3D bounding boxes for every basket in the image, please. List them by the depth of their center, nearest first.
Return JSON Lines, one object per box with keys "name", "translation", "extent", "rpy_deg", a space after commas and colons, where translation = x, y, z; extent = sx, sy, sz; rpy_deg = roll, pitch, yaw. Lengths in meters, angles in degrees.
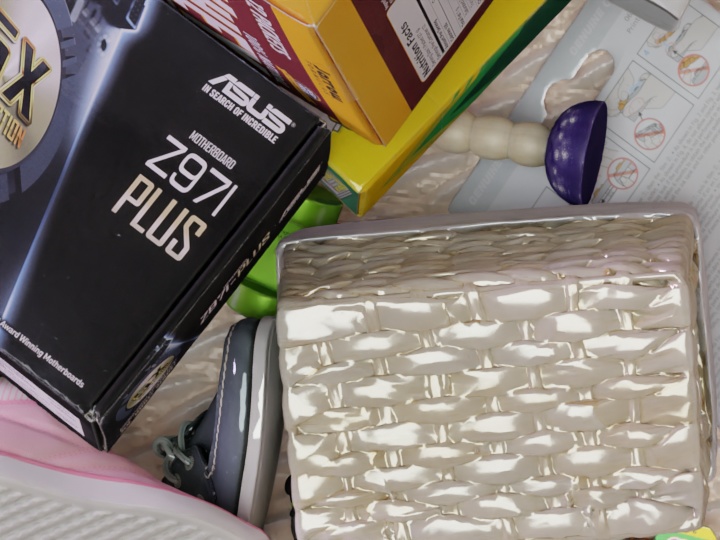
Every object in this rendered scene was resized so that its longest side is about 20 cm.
{"name": "basket", "translation": [0.061, 0.050, 1.347], "extent": [0.199, 0.123, 0.136], "rpy_deg": [-5, 101, 5]}

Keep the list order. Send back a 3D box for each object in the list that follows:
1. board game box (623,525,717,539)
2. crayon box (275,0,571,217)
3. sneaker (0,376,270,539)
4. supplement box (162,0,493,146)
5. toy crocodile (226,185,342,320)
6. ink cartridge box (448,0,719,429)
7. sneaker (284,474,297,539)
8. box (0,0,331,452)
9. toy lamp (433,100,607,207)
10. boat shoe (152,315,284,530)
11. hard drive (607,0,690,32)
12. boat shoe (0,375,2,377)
{"name": "board game box", "translation": [0.110, 0.208, 1.478], "extent": [0.095, 0.030, 0.200], "rpy_deg": [13, 105, 5]}
{"name": "crayon box", "translation": [-0.013, -0.156, 1.372], "extent": [0.200, 0.058, 0.173], "rpy_deg": [44, 84, 7]}
{"name": "sneaker", "translation": [-0.120, 0.107, 1.399], "extent": [0.200, 0.105, 0.075], "rpy_deg": [21, 114, -17]}
{"name": "supplement box", "translation": [-0.022, -0.199, 1.263], "extent": [0.197, 0.133, 0.200], "rpy_deg": [33, 81, 21]}
{"name": "toy crocodile", "translation": [0.000, 0.000, 1.442], "extent": [0.200, 0.062, 0.068], "rpy_deg": [18, 102, 9]}
{"name": "ink cartridge box", "translation": [0.167, -0.033, 1.425], "extent": [0.200, 0.057, 0.163], "rpy_deg": [39, 105, 21]}
{"name": "sneaker", "translation": [-0.004, 0.135, 1.463], "extent": [0.083, 0.071, 0.200], "rpy_deg": [23, 98, 9]}
{"name": "box", "translation": [-0.139, -0.048, 1.294], "extent": [0.200, 0.086, 0.164], "rpy_deg": [38, 79, 6]}
{"name": "toy lamp", "translation": [0.014, -0.070, 1.417], "extent": [0.200, 0.058, 0.058], "rpy_deg": [11, 102, 14]}
{"name": "boat shoe", "translation": [-0.075, 0.107, 1.445], "extent": [0.062, 0.073, 0.200], "rpy_deg": [13, 122, 6]}
{"name": "hard drive", "translation": [0.128, -0.223, 1.348], "extent": [0.132, 0.026, 0.200], "rpy_deg": [28, 74, 2]}
{"name": "boat shoe", "translation": [-0.214, 0.018, 1.407], "extent": [0.199, 0.072, 0.072], "rpy_deg": [-7, 81, 11]}
